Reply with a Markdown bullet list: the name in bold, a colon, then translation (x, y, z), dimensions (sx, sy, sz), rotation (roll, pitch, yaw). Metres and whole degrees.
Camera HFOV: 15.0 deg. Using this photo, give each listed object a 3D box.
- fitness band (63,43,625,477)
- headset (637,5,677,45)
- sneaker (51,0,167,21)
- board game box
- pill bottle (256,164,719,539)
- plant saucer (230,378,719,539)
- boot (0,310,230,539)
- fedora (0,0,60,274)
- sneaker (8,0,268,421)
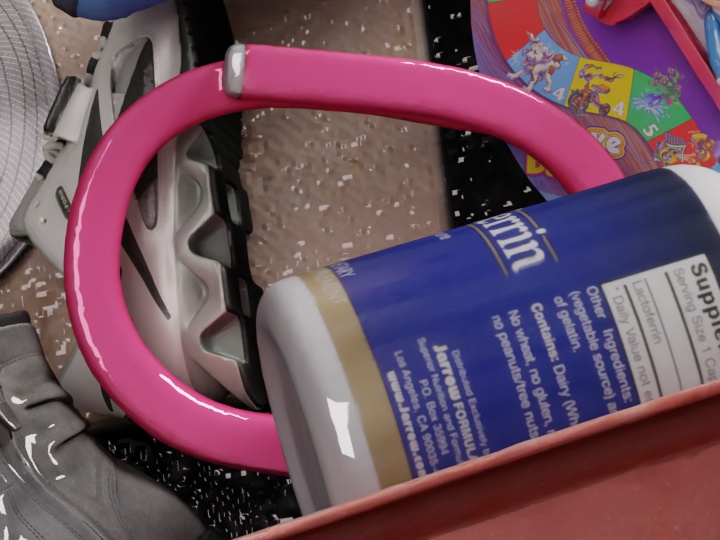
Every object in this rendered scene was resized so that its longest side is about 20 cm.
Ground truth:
- **fitness band**: translation (0.000, 0.000, 0.925), dimensions (0.199, 0.037, 0.144), rotation (7, 86, -8)
- **headset**: translation (0.166, -0.164, 0.954), dimensions (0.123, 0.094, 0.200), rotation (36, 103, 15)
- **sneaker**: translation (-0.025, -0.136, 0.950), dimensions (0.078, 0.066, 0.200), rotation (39, 49, 9)
- **board game box**: translation (0.124, -0.082, 0.913), dimensions (0.199, 0.039, 0.159), rotation (15, 107, 20)
- **pill bottle**: translation (0.076, 0.033, 0.862), dimensions (0.199, 0.116, 0.116), rotation (-16, 71, -9)
- **plant saucer**: translation (0.057, 0.151, 0.784), dimensions (0.199, 0.037, 0.201), rotation (-18, 88, -3)
- **boot**: translation (-0.122, 0.104, 0.850), dimensions (0.132, 0.200, 0.070), rotation (46, 120, -7)
- **fedora**: translation (-0.219, -0.055, 1.015), dimensions (0.199, 0.090, 0.177), rotation (-15, 73, 12)
- **sneaker**: translation (-0.087, -0.044, 0.983), dimensions (0.088, 0.074, 0.201), rotation (-8, 73, 12)
